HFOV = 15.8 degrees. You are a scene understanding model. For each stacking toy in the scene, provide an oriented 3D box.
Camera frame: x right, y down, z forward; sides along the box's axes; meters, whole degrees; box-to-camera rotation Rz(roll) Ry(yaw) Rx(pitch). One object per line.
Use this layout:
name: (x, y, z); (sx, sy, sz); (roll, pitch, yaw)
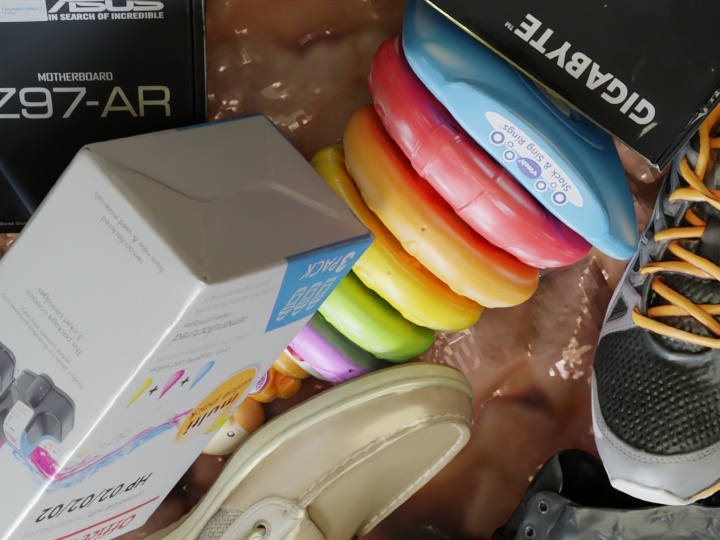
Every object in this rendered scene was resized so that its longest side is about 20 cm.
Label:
stacking toy: (0.000, 0.000, 0.970); (0.116, 0.110, 0.200); (43, 107, -13)

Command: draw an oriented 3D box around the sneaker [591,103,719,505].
sneaker: (0.132, -0.011, 0.943); (0.078, 0.077, 0.201); (15, 71, 20)

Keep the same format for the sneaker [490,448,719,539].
sneaker: (0.069, 0.111, 0.978); (0.199, 0.060, 0.105); (9, 105, 19)

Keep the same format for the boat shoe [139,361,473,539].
boat shoe: (-0.032, 0.110, 0.974); (0.200, 0.072, 0.065); (-37, 57, 13)

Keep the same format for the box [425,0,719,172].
box: (0.075, -0.153, 0.890); (0.200, 0.049, 0.160); (35, 104, -19)

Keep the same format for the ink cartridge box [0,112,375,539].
ink cartridge box: (-0.097, 0.043, 0.918); (0.068, 0.115, 0.200); (47, 118, 15)

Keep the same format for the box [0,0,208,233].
box: (-0.152, -0.071, 0.913); (0.199, 0.160, 0.044); (-1, 60, -4)
